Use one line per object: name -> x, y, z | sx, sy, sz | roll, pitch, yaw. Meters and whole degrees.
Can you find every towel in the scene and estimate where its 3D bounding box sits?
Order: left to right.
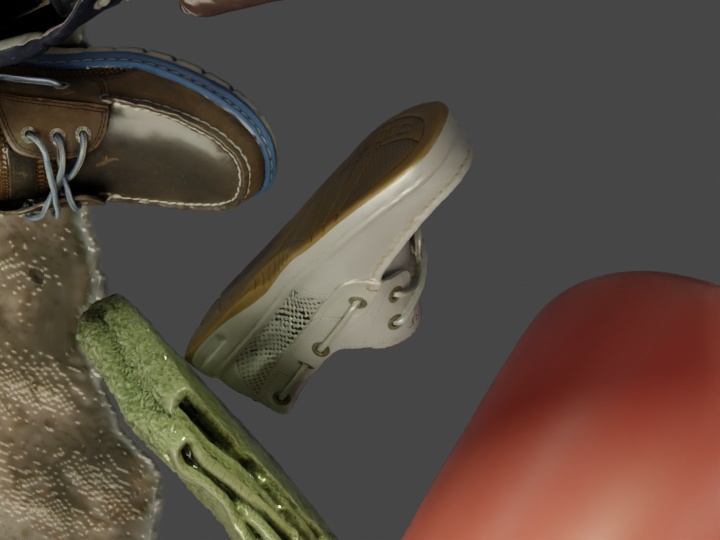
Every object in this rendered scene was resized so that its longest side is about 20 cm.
towel -> -0.062, 0.085, 1.071 | 0.036, 0.200, 0.148 | -41, 112, -3

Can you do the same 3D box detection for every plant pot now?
plant pot -> 0.103, 0.127, 0.996 | 0.200, 0.177, 0.201 | 26, 139, 25

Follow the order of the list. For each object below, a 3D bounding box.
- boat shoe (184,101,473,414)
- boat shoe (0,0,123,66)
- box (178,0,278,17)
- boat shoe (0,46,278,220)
boat shoe -> 0.000, 0.000, 1.052 | 0.069, 0.071, 0.200 | 38, 139, -8
boat shoe -> -0.083, -0.138, 0.965 | 0.200, 0.093, 0.075 | -23, 113, 34
box -> 0.023, -0.206, 0.800 | 0.199, 0.164, 0.166 | -10, 119, 14
boat shoe -> -0.136, -0.055, 1.060 | 0.199, 0.072, 0.072 | 13, 129, 14
